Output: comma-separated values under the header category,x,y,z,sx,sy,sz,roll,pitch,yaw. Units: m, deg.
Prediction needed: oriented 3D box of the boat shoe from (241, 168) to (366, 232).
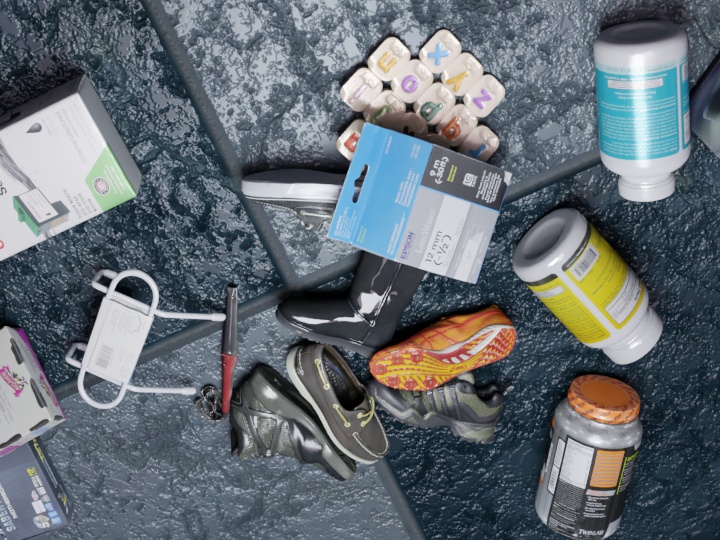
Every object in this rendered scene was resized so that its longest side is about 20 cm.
category,x,y,z,sx,sy,sz,roll,pitch,yaw
boat shoe,-0.050,-0.080,1.529,0.197,0.072,0.072,6,111,11

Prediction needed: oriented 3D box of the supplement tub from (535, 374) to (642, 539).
category,x,y,z,sx,sy,sz,roll,pitch,yaw
supplement tub,0.312,0.253,1.701,0.121,0.123,0.202,6,114,-7

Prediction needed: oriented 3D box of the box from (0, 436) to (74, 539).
category,x,y,z,sx,sy,sz,roll,pitch,yaw
box,-0.498,0.278,1.687,0.156,0.051,0.202,-17,114,4

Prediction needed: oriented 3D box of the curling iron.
category,x,y,z,sx,sy,sz,roll,pitch,yaw
curling iron,-0.183,0.114,1.650,0.049,0.026,0.202,8,114,-12

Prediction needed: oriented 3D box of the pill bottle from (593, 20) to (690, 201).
category,x,y,z,sx,sy,sz,roll,pitch,yaw
pill bottle,0.340,-0.189,1.505,0.109,0.111,0.202,-9,115,0

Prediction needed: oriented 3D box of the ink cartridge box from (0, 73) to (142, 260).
category,x,y,z,sx,sy,sz,roll,pitch,yaw
ink cartridge box,-0.383,-0.120,1.495,0.198,0.085,0.147,-25,114,7

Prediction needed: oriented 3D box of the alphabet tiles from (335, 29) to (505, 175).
category,x,y,z,sx,sy,sz,roll,pitch,yaw
alphabet tiles,0.073,-0.188,1.533,0.200,0.015,0.196,40,99,-20

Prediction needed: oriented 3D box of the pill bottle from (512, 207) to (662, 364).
category,x,y,z,sx,sy,sz,roll,pitch,yaw
pill bottle,0.295,0.025,1.599,0.112,0.113,0.200,-40,111,14

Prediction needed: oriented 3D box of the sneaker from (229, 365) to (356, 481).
category,x,y,z,sx,sy,sz,roll,pitch,yaw
sneaker,-0.100,0.229,1.686,0.199,0.076,0.114,41,107,-17

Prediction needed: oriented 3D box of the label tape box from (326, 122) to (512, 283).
category,x,y,z,sx,sy,sz,roll,pitch,yaw
label tape box,0.072,-0.078,1.484,0.198,0.066,0.145,15,97,-39

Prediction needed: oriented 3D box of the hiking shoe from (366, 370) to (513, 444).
category,x,y,z,sx,sy,sz,roll,pitch,yaw
hiking shoe,0.105,0.158,1.677,0.198,0.076,0.102,18,104,-22

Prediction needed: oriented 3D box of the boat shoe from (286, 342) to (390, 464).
category,x,y,z,sx,sy,sz,roll,pitch,yaw
boat shoe,-0.018,0.178,1.660,0.060,0.072,0.202,-19,118,40

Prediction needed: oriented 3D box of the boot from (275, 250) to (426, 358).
category,x,y,z,sx,sy,sz,roll,pitch,yaw
boot,0.001,0.000,1.590,0.163,0.066,0.202,17,115,-21

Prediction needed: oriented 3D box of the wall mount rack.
category,x,y,z,sx,sy,sz,roll,pitch,yaw
wall mount rack,-0.277,0.088,1.602,0.172,0.075,0.202,23,111,-4

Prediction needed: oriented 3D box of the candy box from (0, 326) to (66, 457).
category,x,y,z,sx,sy,sz,roll,pitch,yaw
candy box,-0.495,0.179,1.595,0.198,0.061,0.138,-29,82,3

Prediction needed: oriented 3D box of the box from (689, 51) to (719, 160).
category,x,y,z,sx,sy,sz,roll,pitch,yaw
box,0.497,-0.208,1.461,0.122,0.199,0.201,27,110,-16

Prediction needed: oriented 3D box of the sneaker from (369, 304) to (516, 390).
category,x,y,z,sx,sy,sz,roll,pitch,yaw
sneaker,0.104,0.102,1.635,0.197,0.077,0.074,-14,122,-11
